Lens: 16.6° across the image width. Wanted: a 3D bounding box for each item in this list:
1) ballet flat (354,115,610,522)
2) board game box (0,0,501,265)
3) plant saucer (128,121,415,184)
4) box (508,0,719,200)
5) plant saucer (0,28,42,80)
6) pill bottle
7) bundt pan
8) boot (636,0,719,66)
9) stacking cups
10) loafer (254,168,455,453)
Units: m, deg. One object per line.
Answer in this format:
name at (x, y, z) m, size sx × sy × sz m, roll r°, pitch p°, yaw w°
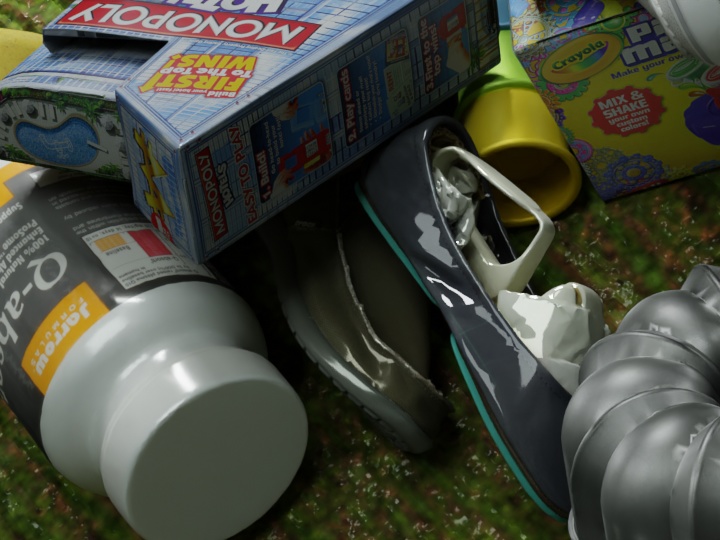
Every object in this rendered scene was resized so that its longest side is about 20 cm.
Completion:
ballet flat at (0.064, 0.012, 1.072) m, size 0.073 × 0.073 × 0.200 m, roll -32°, pitch 62°, yaw 5°
board game box at (-0.069, -0.086, 1.106) m, size 0.199 × 0.062 × 0.200 m, roll 10°, pitch 36°, yaw 27°
plant saucer at (-0.056, -0.090, 1.198) m, size 0.199 × 0.030 × 0.200 m, roll -4°, pitch 33°, yaw 2°
box at (0.175, -0.166, 1.131) m, size 0.199 × 0.122 × 0.193 m, roll -16°, pitch 51°, yaw 18°
plant saucer at (-0.290, -0.071, 1.370) m, size 0.199 × 0.048 × 0.201 m, roll 9°, pitch 61°, yaw 34°
pill bottle at (-0.114, 0.033, 1.150) m, size 0.116 × 0.116 × 0.200 m, roll -41°, pitch 47°, yaw -4°
bundt pan at (0.168, 0.055, 0.961) m, size 0.201 × 0.076 × 0.202 m, roll -16°, pitch 29°, yaw 9°
boot at (0.098, -0.139, 1.036) m, size 0.095 × 0.074 × 0.200 m, roll -29°, pitch 41°, yaw 15°
stacking cups at (0.065, -0.115, 1.198) m, size 0.060 × 0.061 × 0.201 m, roll -19°, pitch 49°, yaw 15°
loafer at (0.000, 0.000, 1.138) m, size 0.070 × 0.075 × 0.200 m, roll -35°, pitch 47°, yaw 7°
